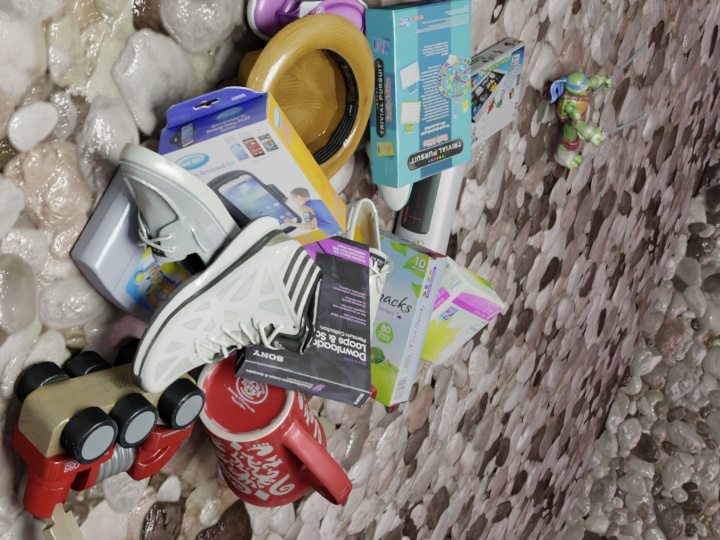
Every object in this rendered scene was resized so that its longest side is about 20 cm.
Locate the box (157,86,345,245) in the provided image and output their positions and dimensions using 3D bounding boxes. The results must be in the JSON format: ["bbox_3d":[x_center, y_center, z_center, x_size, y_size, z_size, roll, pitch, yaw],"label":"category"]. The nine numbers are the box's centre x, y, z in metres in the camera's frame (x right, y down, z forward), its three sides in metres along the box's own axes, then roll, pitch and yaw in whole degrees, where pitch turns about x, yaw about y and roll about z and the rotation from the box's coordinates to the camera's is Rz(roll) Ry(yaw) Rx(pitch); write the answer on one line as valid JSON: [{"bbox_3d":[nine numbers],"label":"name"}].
[{"bbox_3d":[-0.105,-0.090,0.869,0.200,0.117,0.042,52,29,-50],"label":"box"}]

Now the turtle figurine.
[{"bbox_3d":[0.418,-0.272,1.602,0.196,0.146,0.195,-13,155,-6],"label":"turtle figurine"}]

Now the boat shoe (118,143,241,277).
[{"bbox_3d":[-0.164,-0.038,0.824,0.073,0.069,0.201,-63,153,-16],"label":"boat shoe"}]

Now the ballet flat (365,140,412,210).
[{"bbox_3d":[0.038,-0.179,1.154,0.069,0.068,0.205,-11,113,-56],"label":"ballet flat"}]

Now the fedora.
[{"bbox_3d":[-0.069,-0.178,0.938,0.199,0.081,0.204,-34,139,-35],"label":"fedora"}]

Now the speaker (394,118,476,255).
[{"bbox_3d":[0.102,-0.119,1.269,0.081,0.080,0.204,-14,121,-54],"label":"speaker"}]

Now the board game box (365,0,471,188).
[{"bbox_3d":[0.074,-0.218,1.091,0.150,0.046,0.204,-23,119,-43],"label":"board game box"}]

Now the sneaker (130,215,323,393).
[{"bbox_3d":[-0.113,0.054,0.827,0.201,0.115,0.076,-48,158,-8],"label":"sneaker"}]

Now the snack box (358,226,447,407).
[{"bbox_3d":[0.021,0.055,1.183,0.053,0.140,0.204,-4,113,-56],"label":"snack box"}]

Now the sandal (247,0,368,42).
[{"bbox_3d":[-0.042,-0.277,0.960,0.201,0.049,0.084,-14,121,-55],"label":"sandal"}]

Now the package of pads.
[{"bbox_3d":[0.125,0.069,1.385,0.154,0.069,0.199,-43,153,13],"label":"package of pads"}]

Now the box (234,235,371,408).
[{"bbox_3d":[-0.057,0.038,0.966,0.036,0.140,0.203,127,-29,-45],"label":"box"}]

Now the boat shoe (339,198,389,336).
[{"bbox_3d":[0.000,0.000,1.087,0.070,0.069,0.203,30,44,-35],"label":"boat shoe"}]

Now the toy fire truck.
[{"bbox_3d":[-0.247,0.195,0.873,0.175,0.128,0.203,-13,131,-56],"label":"toy fire truck"}]

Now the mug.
[{"bbox_3d":[-0.091,0.172,1.005,0.201,0.173,0.136,82,15,-60],"label":"mug"}]

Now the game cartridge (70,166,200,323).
[{"bbox_3d":[-0.193,-0.014,0.897,0.135,0.040,0.200,-60,149,-8],"label":"game cartridge"}]

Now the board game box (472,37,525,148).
[{"bbox_3d":[0.183,-0.259,1.356,0.199,0.034,0.129,-36,138,-44],"label":"board game box"}]
